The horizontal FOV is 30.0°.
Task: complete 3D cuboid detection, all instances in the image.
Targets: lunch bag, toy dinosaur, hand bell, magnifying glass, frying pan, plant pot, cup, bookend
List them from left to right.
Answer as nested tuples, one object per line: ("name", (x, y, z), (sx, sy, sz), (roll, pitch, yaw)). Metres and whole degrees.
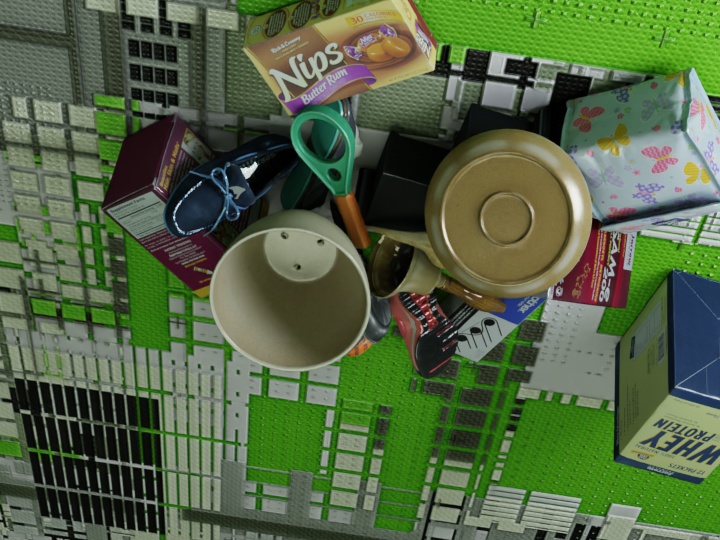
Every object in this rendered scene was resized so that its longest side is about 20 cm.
("cup", (-0.081, 0.002, 1.690), (0.197, 0.144, 0.203), (2, 120, 3))
("magnifying glass", (-0.029, -0.113, 1.649), (0.079, 0.022, 0.202), (-2, 128, 28))
("frying pan", (0.007, 0.005, 1.824), (0.031, 0.193, 0.115), (-15, 163, 21))
("toy dinosaur", (0.104, -0.037, 1.657), (0.197, 0.059, 0.102), (13, 139, -2))
("bookend", (0.109, -0.130, 1.669), (0.197, 0.093, 0.200), (15, 138, -5))
("hand bell", (0.118, 0.017, 1.797), (0.198, 0.105, 0.104), (22, 140, -30))
("plant pot", (0.171, -0.062, 1.573), (0.197, 0.028, 0.203), (3, 105, 10))
("lunch bag", (0.353, -0.121, 1.608), (0.168, 0.128, 0.200), (-10, 140, 30))

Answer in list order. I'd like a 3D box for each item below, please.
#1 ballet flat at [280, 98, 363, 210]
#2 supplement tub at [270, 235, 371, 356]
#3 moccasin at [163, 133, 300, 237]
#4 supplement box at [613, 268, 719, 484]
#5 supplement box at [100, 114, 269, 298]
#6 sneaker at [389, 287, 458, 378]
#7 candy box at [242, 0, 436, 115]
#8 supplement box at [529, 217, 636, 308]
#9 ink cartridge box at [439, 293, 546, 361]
("ballet flat", (-0.039, -0.147, 1.703), (0.072, 0.074, 0.201), (20, 133, -13))
("supplement tub", (-0.066, 0.031, 1.866), (0.199, 0.124, 0.122), (34, 134, -27))
("moccasin", (-0.158, -0.113, 1.666), (0.068, 0.200, 0.081), (14, 140, 53))
("supplement box", (0.447, 0.148, 1.848), (0.132, 0.202, 0.201), (15, 141, -7))
("supplement box", (-0.225, -0.081, 1.757), (0.102, 0.132, 0.200), (-19, 132, 32))
("sneaker", (0.079, 0.058, 1.895), (0.073, 0.087, 0.202), (-27, 123, -17))
("candy box", (-0.024, -0.262, 1.564), (0.198, 0.057, 0.117), (-14, 136, 24))
("supplement box", (0.270, -0.014, 1.690), (0.060, 0.111, 0.199), (9, -179, 39))
("ink cartridge box", (0.180, 0.050, 1.905), (0.093, 0.045, 0.200), (23, 138, -19))
